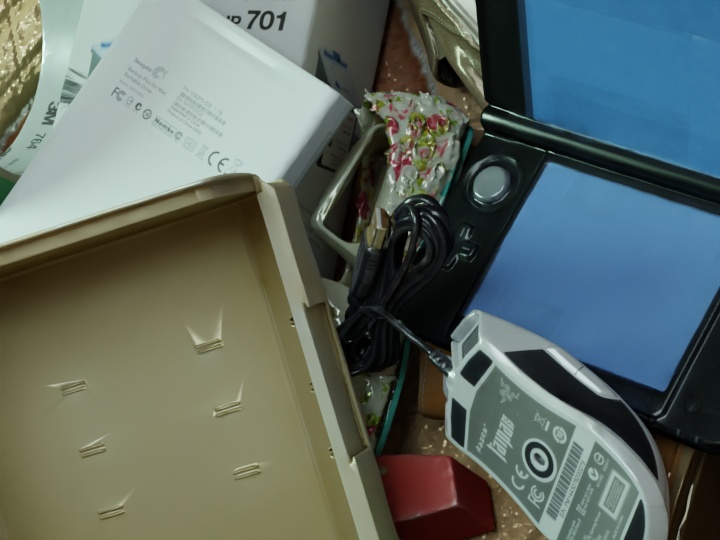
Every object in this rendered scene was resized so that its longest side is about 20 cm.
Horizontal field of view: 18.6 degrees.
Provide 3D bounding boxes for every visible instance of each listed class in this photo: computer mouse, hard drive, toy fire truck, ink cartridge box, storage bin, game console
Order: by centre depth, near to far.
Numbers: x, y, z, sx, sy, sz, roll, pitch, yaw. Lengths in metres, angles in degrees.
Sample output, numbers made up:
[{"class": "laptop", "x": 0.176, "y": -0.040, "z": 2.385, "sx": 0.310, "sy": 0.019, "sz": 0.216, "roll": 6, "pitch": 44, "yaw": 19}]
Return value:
[{"class": "computer mouse", "x": 0.068, "y": 0.056, "z": 0.957, "sx": 0.200, "sy": 0.044, "sz": 0.110, "roll": 43, "pitch": 134, "yaw": 27}, {"class": "game console", "x": 0.106, "y": -0.043, "z": 0.957, "sx": 0.199, "sy": 0.116, "sz": 0.177, "roll": 21, "pitch": 75, "yaw": 38}, {"class": "storage bin", "x": -0.104, "y": 0.078, "z": 0.984, "sx": 0.197, "sy": 0.094, "sz": 0.201, "roll": -17, "pitch": 90, "yaw": 13}, {"class": "toy fire truck", "x": -0.031, "y": 0.174, "z": 1.049, "sx": 0.199, "sy": 0.049, "sz": 0.142, "roll": -15, "pitch": 65, "yaw": 21}, {"class": "hard drive", "x": -0.108, "y": -0.032, "z": 1.081, "sx": 0.132, "sy": 0.026, "sz": 0.201, "roll": 35, "pitch": 92, "yaw": 31}, {"class": "ink cartridge box", "x": -0.079, "y": -0.077, "z": 1.148, "sx": 0.146, "sy": 0.086, "sz": 0.201, "roll": 4, "pitch": 75, "yaw": 27}]

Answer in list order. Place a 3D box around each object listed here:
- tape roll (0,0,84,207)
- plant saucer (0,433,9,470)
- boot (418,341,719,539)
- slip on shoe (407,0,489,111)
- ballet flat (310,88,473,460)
[{"class": "tape roll", "x": -0.189, "y": -0.120, "z": 1.150, "sx": 0.048, "sy": 0.200, "sz": 0.202, "roll": 3, "pitch": 72, "yaw": 27}, {"class": "plant saucer", "x": -0.232, "y": 0.081, "z": 1.134, "sx": 0.200, "sy": 0.202, "sz": 0.037, "roll": 25, "pitch": 38, "yaw": 31}, {"class": "boot", "x": 0.096, "y": 0.067, "z": 1.018, "sx": 0.154, "sy": 0.074, "sz": 0.201, "roll": -2, "pitch": 59, "yaw": 25}, {"class": "slip on shoe", "x": 0.054, "y": -0.122, "z": 1.114, "sx": 0.200, "sy": 0.076, "sz": 0.061, "roll": 45, "pitch": 109, "yaw": 27}, {"class": "ballet flat", "x": 0.000, "y": 0.000, "z": 1.084, "sx": 0.076, "sy": 0.064, "sz": 0.201, "roll": -34, "pitch": 37, "yaw": 64}]
